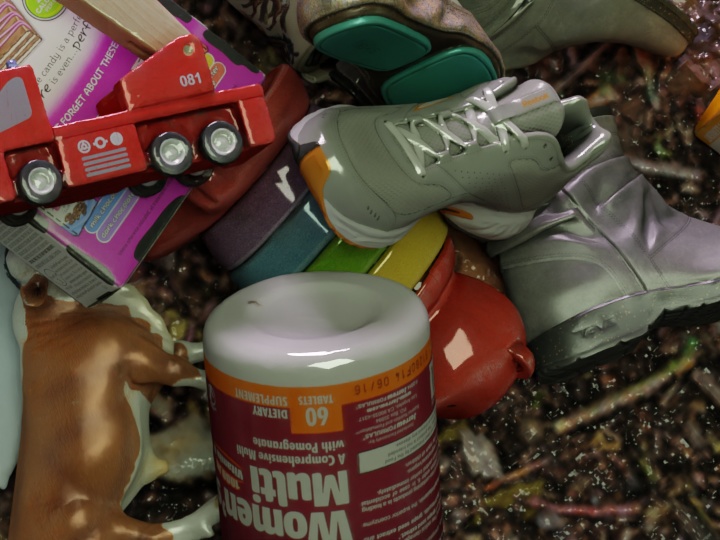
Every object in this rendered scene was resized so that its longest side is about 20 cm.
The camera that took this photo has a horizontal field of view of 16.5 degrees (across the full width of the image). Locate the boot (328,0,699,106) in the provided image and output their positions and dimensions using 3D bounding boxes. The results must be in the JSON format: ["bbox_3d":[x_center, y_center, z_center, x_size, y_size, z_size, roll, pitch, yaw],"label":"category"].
[{"bbox_3d":[0.080,-0.119,1.334,0.199,0.068,0.131,18,104,-34],"label":"boot"}]

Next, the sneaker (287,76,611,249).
[{"bbox_3d":[0.047,-0.064,1.205,0.199,0.092,0.076,-6,65,-55],"label":"sneaker"}]

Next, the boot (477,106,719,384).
[{"bbox_3d":[0.155,-0.033,1.330,0.199,0.070,0.132,-19,76,-20],"label":"boot"}]

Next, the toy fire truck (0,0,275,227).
[{"bbox_3d":[-0.104,-0.108,1.150,0.199,0.049,0.142,-14,83,-25],"label":"toy fire truck"}]

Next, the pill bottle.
[{"bbox_3d":[-0.015,0.111,1.196,0.109,0.110,0.201,-10,113,-14],"label":"pill bottle"}]

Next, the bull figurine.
[{"bbox_3d":[-0.124,0.070,1.238,0.120,0.065,0.202,6,89,-5],"label":"bull figurine"}]

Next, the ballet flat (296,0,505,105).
[{"bbox_3d":[0.021,-0.124,1.208,0.068,0.200,0.068,-19,73,14],"label":"ballet flat"}]

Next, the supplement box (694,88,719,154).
[{"bbox_3d":[0.293,-0.058,1.332,0.199,0.126,0.074,36,72,-1],"label":"supplement box"}]

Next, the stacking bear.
[{"bbox_3d":[0.000,0.000,1.270,0.200,0.121,0.114,41,56,-10],"label":"stacking bear"}]

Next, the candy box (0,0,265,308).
[{"bbox_3d":[-0.164,-0.097,1.183,0.200,0.061,0.137,39,67,-12],"label":"candy box"}]

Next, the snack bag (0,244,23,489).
[{"bbox_3d":[-0.226,-0.014,1.227,0.188,0.021,0.201,27,69,-35],"label":"snack bag"}]

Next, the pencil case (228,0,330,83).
[{"bbox_3d":[-0.074,-0.190,1.311,0.200,0.089,0.078,41,37,-1],"label":"pencil case"}]
